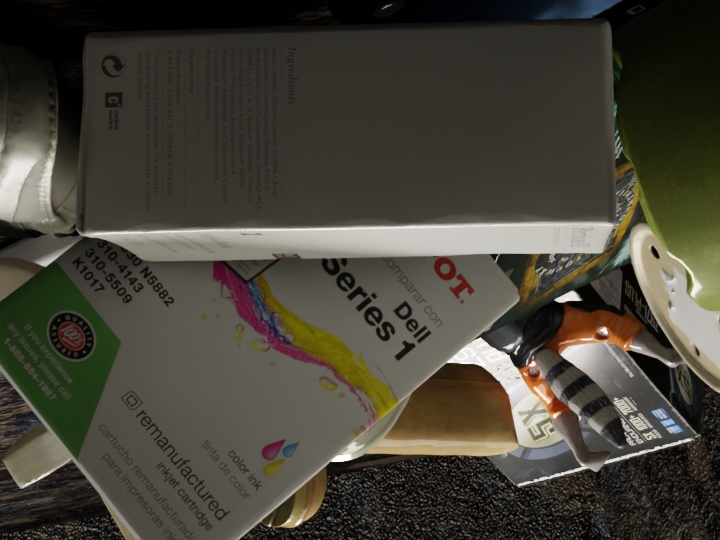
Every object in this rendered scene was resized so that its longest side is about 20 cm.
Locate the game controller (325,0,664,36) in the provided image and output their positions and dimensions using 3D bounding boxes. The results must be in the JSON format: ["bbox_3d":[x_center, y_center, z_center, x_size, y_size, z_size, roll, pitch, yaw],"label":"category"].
[{"bbox_3d":[0.066,-0.116,0.725,0.104,0.042,0.200,-18,169,25],"label":"game controller"}]

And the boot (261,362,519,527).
[{"bbox_3d":[0.013,0.101,1.147,0.199,0.066,0.175,4,-156,-25],"label":"boot"}]

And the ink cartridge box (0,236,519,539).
[{"bbox_3d":[-0.051,0.022,0.817,0.200,0.145,0.084,-39,179,-12],"label":"ink cartridge box"}]

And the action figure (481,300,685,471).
[{"bbox_3d":[0.122,0.016,1.165,0.105,0.193,0.200,-44,170,-48],"label":"action figure"}]

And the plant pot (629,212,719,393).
[{"bbox_3d":[0.234,-0.029,0.849,0.199,0.188,0.187,-30,173,-11],"label":"plant pot"}]

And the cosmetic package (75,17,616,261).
[{"bbox_3d":[0.000,-0.048,0.711,0.199,0.082,0.113,0,175,8],"label":"cosmetic package"}]

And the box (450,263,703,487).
[{"bbox_3d":[0.137,0.058,1.346,0.163,0.086,0.200,-19,131,31],"label":"box"}]

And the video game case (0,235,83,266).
[{"bbox_3d":[-0.117,-0.016,1.081,0.199,0.022,0.182,-20,168,38],"label":"video game case"}]

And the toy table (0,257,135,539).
[{"bbox_3d":[-0.113,0.054,0.963,0.117,0.184,0.200,-28,175,12],"label":"toy table"}]

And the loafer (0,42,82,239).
[{"bbox_3d":[-0.129,-0.050,0.742,0.069,0.070,0.200,3,176,-10],"label":"loafer"}]

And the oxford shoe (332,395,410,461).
[{"bbox_3d":[0.000,0.000,0.909,0.075,0.201,0.058,-1,148,27],"label":"oxford shoe"}]

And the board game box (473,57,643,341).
[{"bbox_3d":[0.113,-0.044,0.880,0.135,0.028,0.200,-25,157,-27],"label":"board game box"}]

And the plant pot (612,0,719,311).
[{"bbox_3d":[0.205,-0.067,0.705,0.189,0.201,0.200,-19,169,22],"label":"plant pot"}]
